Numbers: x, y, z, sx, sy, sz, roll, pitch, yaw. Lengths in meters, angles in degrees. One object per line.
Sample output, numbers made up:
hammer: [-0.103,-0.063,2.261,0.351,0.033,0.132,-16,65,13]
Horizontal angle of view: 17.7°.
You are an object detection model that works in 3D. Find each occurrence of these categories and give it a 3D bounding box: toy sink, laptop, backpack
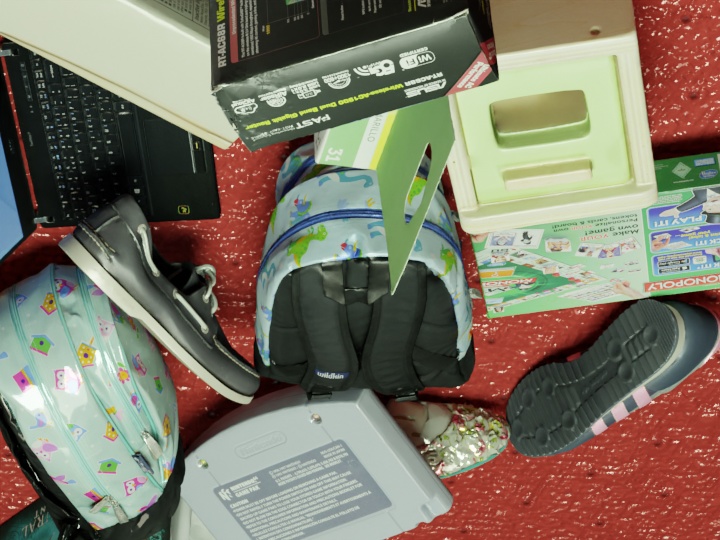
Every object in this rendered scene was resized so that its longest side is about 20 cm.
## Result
toy sink: [0.117,-0.101,1.464,0.130,0.112,0.200,-7,139,7]
laptop: [-0.197,-0.056,1.507,0.199,0.104,0.178,-3,139,1]
backpack: [-0.200,0.083,1.643,0.126,0.167,0.200,-26,133,-3]
backpack: [0.000,0.000,1.559,0.162,0.154,0.200,2,168,6]

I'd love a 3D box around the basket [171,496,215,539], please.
basket: [-0.135,0.267,1.807,0.123,0.201,0.135,-28,133,32]

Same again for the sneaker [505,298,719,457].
sneaker: [0.191,0.085,1.715,0.082,0.070,0.200,0,155,-40]

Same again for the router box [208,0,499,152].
router box: [-0.008,-0.176,1.304,0.149,0.201,0.062,-14,142,14]

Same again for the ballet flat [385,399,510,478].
ballet flat: [0.013,0.133,1.758,0.199,0.076,0.064,-17,122,11]

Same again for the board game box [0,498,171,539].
board game box: [-0.218,0.218,1.792,0.028,0.136,0.200,31,128,-32]

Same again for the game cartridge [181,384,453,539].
game cartridge: [-0.043,0.152,1.715,0.200,0.041,0.133,-24,115,36]

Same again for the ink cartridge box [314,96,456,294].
ink cartridge box: [0.010,-0.108,1.381,0.048,0.201,0.146,7,140,-12]

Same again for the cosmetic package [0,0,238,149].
cosmetic package: [-0.140,-0.167,1.385,0.200,0.104,0.073,26,132,-27]

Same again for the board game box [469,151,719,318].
board game box: [0.178,-0.024,1.601,0.199,0.029,0.135,-8,148,6]

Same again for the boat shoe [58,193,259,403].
boat shoe: [-0.120,0.021,1.571,0.063,0.073,0.200,-47,130,-3]
